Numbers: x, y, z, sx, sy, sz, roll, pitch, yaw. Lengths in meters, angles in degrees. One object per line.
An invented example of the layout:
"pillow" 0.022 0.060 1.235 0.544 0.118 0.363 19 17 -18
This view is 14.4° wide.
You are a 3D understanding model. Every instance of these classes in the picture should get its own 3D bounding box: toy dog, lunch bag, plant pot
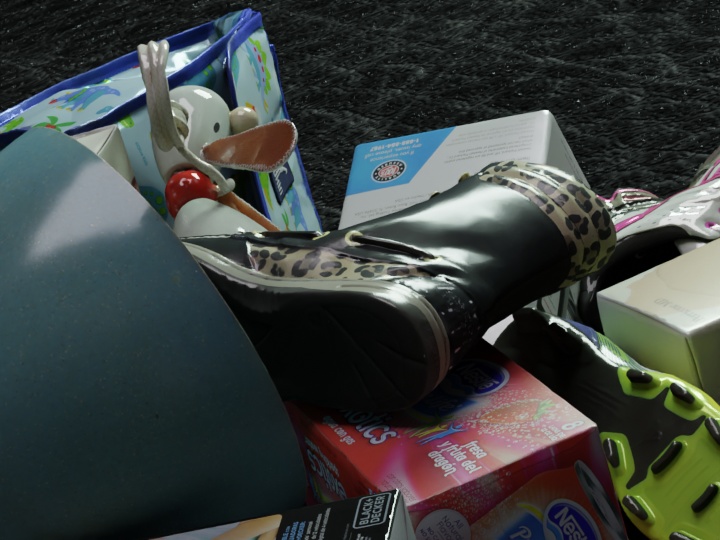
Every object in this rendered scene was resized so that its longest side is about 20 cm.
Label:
"toy dog" -0.047 -0.019 1.422 0.096 0.201 0.132 -10 -21 -4
"lunch bag" -0.104 -0.040 1.654 0.127 0.171 0.200 1 24 42
"plant pot" -0.136 0.060 1.205 0.135 0.201 0.200 -36 24 -20

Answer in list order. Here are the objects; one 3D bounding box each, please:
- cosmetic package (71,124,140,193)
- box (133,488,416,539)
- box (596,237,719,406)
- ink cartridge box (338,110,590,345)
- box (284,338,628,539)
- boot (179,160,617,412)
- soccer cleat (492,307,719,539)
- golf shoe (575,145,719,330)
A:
"cosmetic package" -0.142 0.043 1.406 0.103 0.201 0.087 -12 18 13
"box" -0.066 0.167 1.132 0.199 0.117 0.060 -11 22 13
"box" 0.223 0.018 1.357 0.199 0.078 0.095 -24 21 -20
"ink cartridge box" 0.046 0.020 1.455 0.115 0.068 0.201 -9 45 23
"box" 0.040 0.099 1.250 0.095 0.100 0.200 -21 19 -12
"boot" 0.001 0.001 1.296 0.203 0.074 0.153 8 28 44
"soccer cleat" 0.131 0.079 1.286 0.065 0.084 0.200 -52 40 1
"golf shoe" 0.195 -0.021 1.511 0.199 0.073 0.092 -26 27 4
